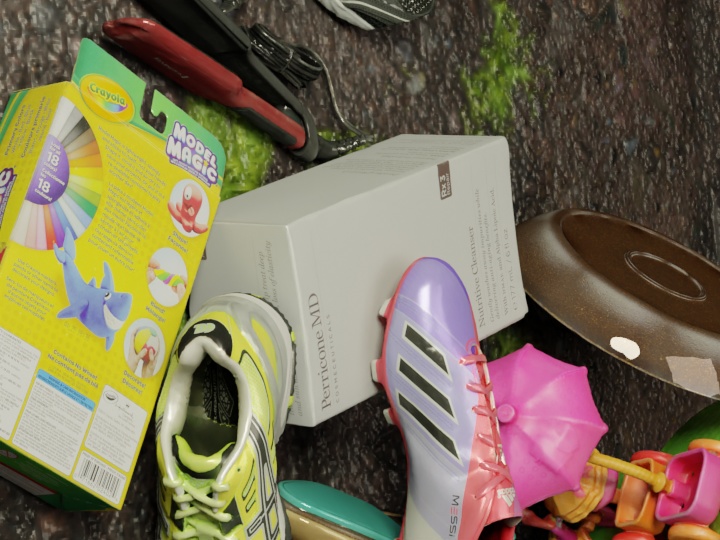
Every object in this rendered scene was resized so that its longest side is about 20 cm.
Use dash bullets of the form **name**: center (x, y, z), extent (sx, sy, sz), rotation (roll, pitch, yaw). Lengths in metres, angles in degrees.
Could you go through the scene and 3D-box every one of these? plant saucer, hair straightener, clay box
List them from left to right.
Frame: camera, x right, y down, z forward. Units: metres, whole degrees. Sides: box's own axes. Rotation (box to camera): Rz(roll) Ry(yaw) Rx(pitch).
- **clay box**: center (-0.138, 0.002, 0.994), extent (0.115, 0.047, 0.201), rotation (38, 57, -40)
- **hair straightener**: center (-0.055, -0.119, 1.109), extent (0.200, 0.041, 0.077), rotation (29, 65, -44)
- **plant saucer**: center (0.180, 0.014, 1.265), extent (0.200, 0.200, 0.032), rotation (2, 122, -49)

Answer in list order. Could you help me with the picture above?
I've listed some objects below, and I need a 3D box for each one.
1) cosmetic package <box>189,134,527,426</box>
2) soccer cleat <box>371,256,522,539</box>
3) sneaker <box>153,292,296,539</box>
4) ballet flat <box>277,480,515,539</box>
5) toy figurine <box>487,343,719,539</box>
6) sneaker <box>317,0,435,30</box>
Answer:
- **cosmetic package**: center (0.000, 0.000, 1.123), extent (0.200, 0.081, 0.113), rotation (-28, 114, -49)
- **soccer cleat**: center (0.052, 0.094, 1.072), extent (0.067, 0.076, 0.201), rotation (-5, 96, -52)
- **sneaker**: center (-0.075, 0.113, 1.011), extent (0.076, 0.075, 0.201), rotation (-15, 104, -72)
- **ballet flat**: center (0.015, 0.162, 1.147), extent (0.200, 0.069, 0.063), rotation (16, 102, -45)
- **toy figurine**: center (0.124, 0.114, 1.223), extent (0.184, 0.200, 0.151), rotation (26, 68, -23)
- **sneaker**: center (-0.004, -0.222, 1.147), extent (0.080, 0.086, 0.200), rotation (-54, 126, -36)
